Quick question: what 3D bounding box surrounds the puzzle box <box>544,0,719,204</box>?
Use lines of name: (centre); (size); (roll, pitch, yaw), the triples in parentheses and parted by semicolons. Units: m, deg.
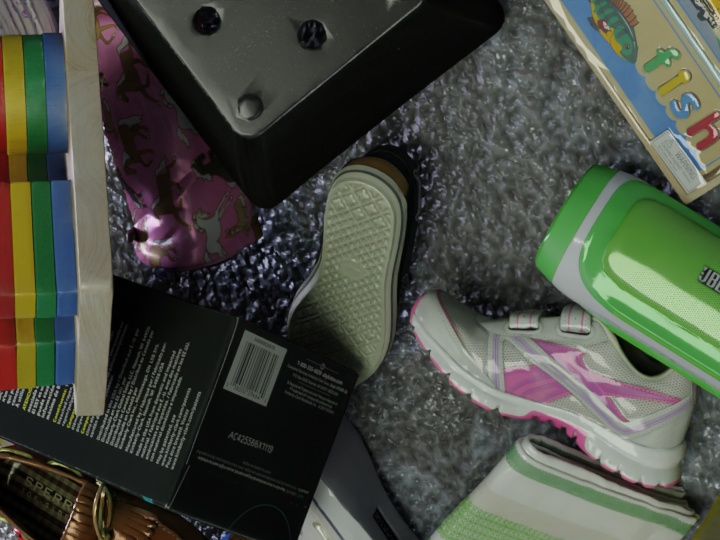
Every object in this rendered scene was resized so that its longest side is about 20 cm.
puzzle box: (0.191, -0.155, 1.310); (0.133, 0.025, 0.201); (-34, 93, 32)

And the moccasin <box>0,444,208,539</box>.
moccasin: (-0.177, 0.170, 1.469); (0.201, 0.078, 0.074); (32, 97, 27)

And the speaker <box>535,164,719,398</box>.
speaker: (0.207, 0.018, 1.334); (0.199, 0.088, 0.089); (32, 120, 10)

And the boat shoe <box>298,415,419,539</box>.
boat shoe: (-0.016, 0.171, 1.520); (0.070, 0.071, 0.201); (-27, 103, 29)

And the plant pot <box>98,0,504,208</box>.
plant pot: (-0.049, -0.168, 1.291); (0.199, 0.177, 0.200); (-37, 91, 5)

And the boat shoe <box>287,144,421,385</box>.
boat shoe: (0.000, 0.000, 1.446); (0.074, 0.062, 0.201); (23, 133, 11)

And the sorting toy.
sorting toy: (-0.188, -0.040, 1.303); (0.069, 0.201, 0.200); (-3, 157, -9)

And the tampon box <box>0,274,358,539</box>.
tampon box: (-0.134, 0.081, 1.442); (0.199, 0.150, 0.127); (18, 84, 35)

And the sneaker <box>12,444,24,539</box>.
sneaker: (-0.219, 0.175, 1.572); (0.078, 0.116, 0.201); (-3, 120, 19)

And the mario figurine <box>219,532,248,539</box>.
mario figurine: (-0.118, 0.247, 1.555); (0.199, 0.106, 0.124); (-28, 90, 48)

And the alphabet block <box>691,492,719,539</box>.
alphabet block: (0.273, 0.245, 1.334); (0.199, 0.195, 0.198); (28, 118, 12)

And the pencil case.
pencil case: (-0.131, -0.099, 1.450); (0.083, 0.086, 0.202); (15, 123, 63)

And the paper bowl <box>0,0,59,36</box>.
paper bowl: (-0.281, -0.144, 1.488); (0.199, 0.104, 0.202); (18, 122, 30)

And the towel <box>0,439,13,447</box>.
towel: (-0.260, 0.038, 1.609); (0.143, 0.023, 0.201); (-30, 95, 33)

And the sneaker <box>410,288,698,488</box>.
sneaker: (0.128, 0.054, 1.395); (0.199, 0.081, 0.089); (26, 104, 5)

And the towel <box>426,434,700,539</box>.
towel: (0.107, 0.190, 1.449); (0.148, 0.031, 0.200); (23, 127, -25)
